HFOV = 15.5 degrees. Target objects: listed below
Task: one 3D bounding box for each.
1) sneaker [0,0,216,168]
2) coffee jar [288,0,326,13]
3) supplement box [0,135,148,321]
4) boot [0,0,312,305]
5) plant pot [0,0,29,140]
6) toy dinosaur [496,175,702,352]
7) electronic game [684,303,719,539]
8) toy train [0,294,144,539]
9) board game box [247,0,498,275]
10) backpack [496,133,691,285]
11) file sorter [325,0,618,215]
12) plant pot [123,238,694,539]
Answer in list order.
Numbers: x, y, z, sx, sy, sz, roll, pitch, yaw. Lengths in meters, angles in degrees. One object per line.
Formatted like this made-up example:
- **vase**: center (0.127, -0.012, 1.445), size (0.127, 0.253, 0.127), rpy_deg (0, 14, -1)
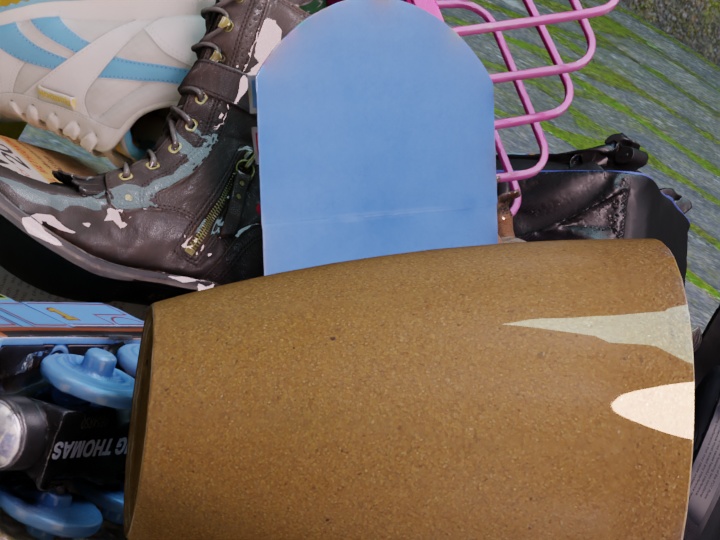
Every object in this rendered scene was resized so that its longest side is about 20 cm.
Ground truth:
- **sneaker**: center (-0.137, -0.093, 1.360), size (0.199, 0.081, 0.076), rpy_deg (-7, -16, 31)
- **coffee jar**: center (-0.074, -0.076, 1.497), size (0.085, 0.201, 0.104), rpy_deg (-15, 37, -31)
- **supplement box**: center (-0.170, -0.015, 1.341), size (0.199, 0.074, 0.126), rpy_deg (15, 16, -39)
- **boot**: center (-0.086, -0.063, 1.266), size (0.199, 0.175, 0.069), rpy_deg (24, -17, -20)
- **plant pot**: center (-0.265, -0.154, 1.470), size (0.200, 0.200, 0.177), rpy_deg (13, 28, -43)
- **toy dinosaur**: center (0.068, 0.032, 1.413), size (0.086, 0.200, 0.136), rpy_deg (-10, 78, -50)
- **electronic game**: center (0.180, 0.086, 1.339), size (0.041, 0.201, 0.200), rpy_deg (23, 14, 0)
- **toy train**: center (-0.120, 0.057, 1.154), size (0.114, 0.087, 0.200), rpy_deg (26, 12, 27)
- **board game box**: center (-0.001, -0.028, 1.254), size (0.039, 0.201, 0.158), rpy_deg (2, 6, 45)
- **backpack**: center (0.094, -0.002, 1.644), size (0.199, 0.135, 0.183), rpy_deg (0, -11, 18)
- **file sorter**: center (0.046, -0.126, 1.463), size (0.125, 0.200, 0.139), rpy_deg (-8, 59, -21)
- **plant pot**: center (0.011, 0.070, 1.043), size (0.199, 0.187, 0.186), rpy_deg (6, 17, -9)
